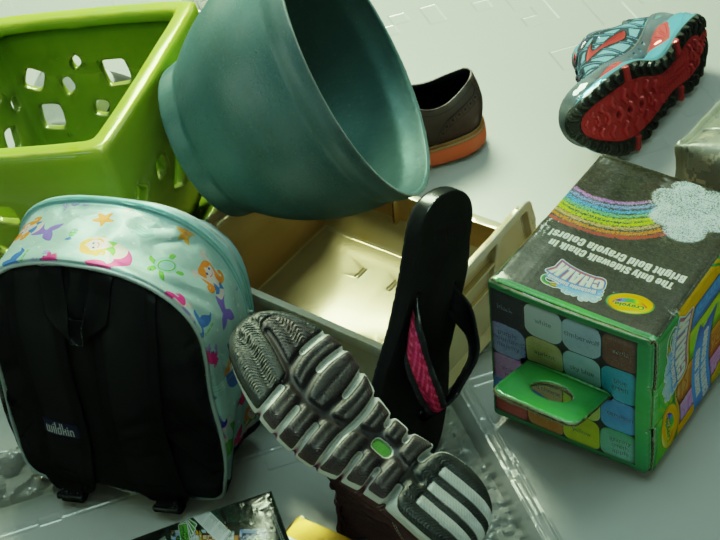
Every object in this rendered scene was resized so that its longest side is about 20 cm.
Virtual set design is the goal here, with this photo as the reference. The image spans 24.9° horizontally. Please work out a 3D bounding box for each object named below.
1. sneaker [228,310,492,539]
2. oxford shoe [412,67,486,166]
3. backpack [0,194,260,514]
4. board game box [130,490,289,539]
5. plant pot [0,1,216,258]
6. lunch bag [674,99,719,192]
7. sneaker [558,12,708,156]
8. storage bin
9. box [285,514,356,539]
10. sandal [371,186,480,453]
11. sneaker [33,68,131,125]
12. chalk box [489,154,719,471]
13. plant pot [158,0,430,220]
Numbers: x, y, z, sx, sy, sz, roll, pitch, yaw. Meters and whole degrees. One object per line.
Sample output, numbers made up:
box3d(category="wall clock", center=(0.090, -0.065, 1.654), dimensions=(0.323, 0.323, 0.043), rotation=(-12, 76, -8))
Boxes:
box3d(category="sneaker", center=(-0.016, 0.123, 1.028), dimensions=(0.200, 0.116, 0.076), rotation=(43, 57, 11))
box3d(category="oxford shoe", center=(0.009, -0.115, 1.348), dimensions=(0.198, 0.073, 0.071), rotation=(-22, 43, -16))
box3d(category="backpack", center=(-0.154, 0.042, 1.082), dimensions=(0.176, 0.201, 0.151), rotation=(6, 46, 16))
box3d(category="board game box", center=(-0.071, 0.219, 0.947), dimensions=(0.104, 0.024, 0.201), rotation=(-15, 41, -10))
box3d(category="plant pot", center=(-0.213, -0.072, 1.235), dimensions=(0.197, 0.183, 0.201), rotation=(-2, 40, 22))
box3d(category="lunch bag", center=(0.350, -0.080, 1.224), dimensions=(0.163, 0.119, 0.200), rotation=(21, 42, 31))
box3d(category="sneaker", center=(0.214, -0.158, 1.380), dimensions=(0.095, 0.080, 0.200), rotation=(14, 35, 37))
box3d(category="storage bin", center=(0.000, 0.000, 1.198), dimensions=(0.199, 0.094, 0.199), rotation=(21, 48, 30))
box3d(category="box", center=(-0.042, 0.244, 0.961), dimensions=(0.118, 0.042, 0.200), rotation=(19, 49, 28))
box3d(category="sandal", center=(0.049, 0.045, 1.055), dimensions=(0.045, 0.202, 0.075), rotation=(26, 32, 32))
box3d(category="sneaker", center=(-0.224, -0.136, 1.423), dimensions=(0.099, 0.071, 0.199), rotation=(20, -5, -31))
box3d(category="chalk box", center=(0.166, 0.040, 1.093), dimensions=(0.124, 0.125, 0.200), rotation=(22, 49, 29))
box3d(category="plant pot", center=(-0.057, -0.118, 1.148), dimensions=(0.133, 0.201, 0.201), rotation=(-24, 35, 20))
